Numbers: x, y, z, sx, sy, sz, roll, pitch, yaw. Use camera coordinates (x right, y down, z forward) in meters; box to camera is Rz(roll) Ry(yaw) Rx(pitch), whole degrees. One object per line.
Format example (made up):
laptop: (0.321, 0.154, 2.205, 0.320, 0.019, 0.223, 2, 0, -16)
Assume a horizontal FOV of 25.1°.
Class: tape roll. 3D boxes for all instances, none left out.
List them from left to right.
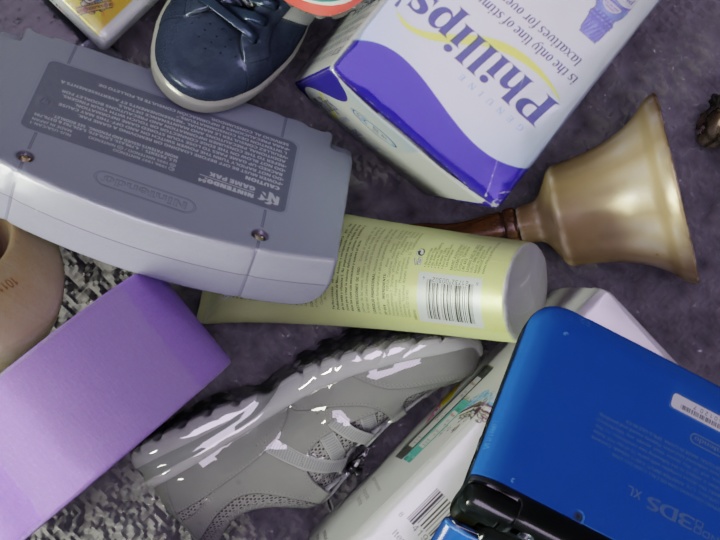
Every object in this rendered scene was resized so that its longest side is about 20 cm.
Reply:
tape roll: (-0.160, 0.085, 0.802, 0.200, 0.200, 0.066, -39, 90, -2)

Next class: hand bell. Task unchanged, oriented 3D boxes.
hand bell: (0.076, -0.020, 0.884, 0.198, 0.104, 0.105, -14, 90, 11)

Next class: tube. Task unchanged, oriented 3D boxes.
tube: (0.000, 0.000, 0.851, 0.199, 0.058, 0.052, 6, 131, 31)

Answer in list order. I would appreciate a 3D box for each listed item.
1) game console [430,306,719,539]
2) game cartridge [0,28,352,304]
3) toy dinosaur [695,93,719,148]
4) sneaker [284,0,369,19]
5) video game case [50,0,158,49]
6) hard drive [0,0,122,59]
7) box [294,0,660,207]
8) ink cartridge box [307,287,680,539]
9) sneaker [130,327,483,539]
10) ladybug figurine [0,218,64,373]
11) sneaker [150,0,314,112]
game console: (0.126, 0.146, 0.757, 0.199, 0.118, 0.171, 27, 56, -3)
game cartridge: (-0.104, -0.051, 0.810, 0.199, 0.134, 0.041, 19, 122, -7)
toy dinosaur: (0.241, -0.042, 0.834, 0.199, 0.047, 0.089, 19, 85, 42)
sneaker: (-0.076, -0.194, 0.749, 0.199, 0.094, 0.071, 30, 75, 17)
video game case: (-0.134, -0.250, 0.875, 0.182, 0.023, 0.200, 44, 74, -1)
hard drive: (-0.245, -0.105, 0.879, 0.200, 0.042, 0.135, -38, 91, -2)
box: (0.072, -0.142, 0.820, 0.105, 0.184, 0.200, 39, 89, -8)
ink cartridge box: (0.093, 0.128, 0.838, 0.200, 0.146, 0.147, -44, 91, -3)
sneaker: (-0.021, 0.087, 0.879, 0.199, 0.075, 0.082, -25, 97, 9)
ladybug figurine: (-0.234, -0.008, 0.801, 0.200, 0.072, 0.135, 38, 47, 21)
sneaker: (-0.037, -0.170, 0.839, 0.075, 0.085, 0.200, 36, 68, 0)
